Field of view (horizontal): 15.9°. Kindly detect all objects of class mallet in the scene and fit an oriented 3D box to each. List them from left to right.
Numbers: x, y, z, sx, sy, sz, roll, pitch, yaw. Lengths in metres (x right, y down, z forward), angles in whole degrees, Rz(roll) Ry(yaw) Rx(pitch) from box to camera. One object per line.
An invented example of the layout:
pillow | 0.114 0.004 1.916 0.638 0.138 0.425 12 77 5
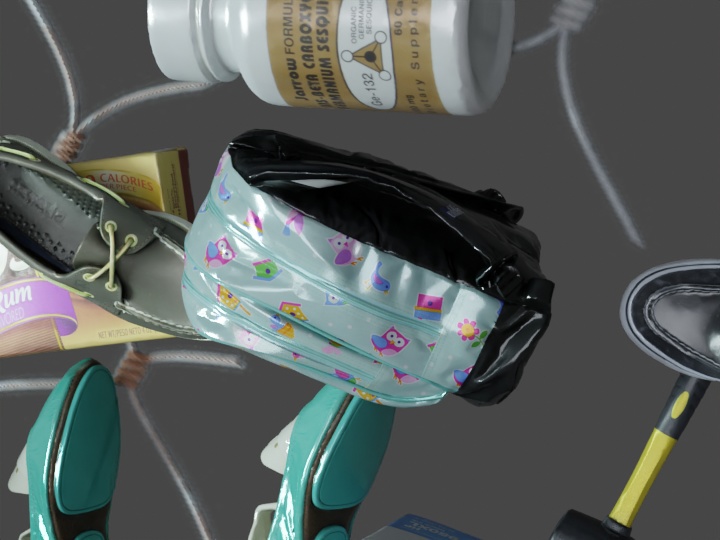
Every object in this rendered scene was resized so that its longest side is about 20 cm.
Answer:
mallet | 0.185 0.108 1.515 0.066 0.041 0.200 36 100 12

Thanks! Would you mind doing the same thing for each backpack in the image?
backpack | 0.000 0.000 1.474 0.200 0.167 0.127 20 101 -9

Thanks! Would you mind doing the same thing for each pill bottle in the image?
pill bottle | -0.018 -0.152 1.519 0.199 0.114 0.115 4 96 19

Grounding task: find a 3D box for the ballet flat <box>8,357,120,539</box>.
ballet flat | -0.192 0.156 1.632 0.070 0.067 0.201 0 92 33

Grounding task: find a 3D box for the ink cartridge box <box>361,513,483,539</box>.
ink cartridge box | 0.013 0.235 1.495 0.084 0.200 0.145 20 100 16

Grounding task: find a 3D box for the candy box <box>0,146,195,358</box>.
candy box | -0.201 -0.007 1.625 0.199 0.056 0.117 -7 93 18

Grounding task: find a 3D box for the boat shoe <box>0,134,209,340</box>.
boat shoe | -0.160 -0.016 1.549 0.201 0.060 0.072 31 103 13

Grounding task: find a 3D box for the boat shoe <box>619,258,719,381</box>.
boat shoe | 0.243 0.042 1.457 0.199 0.068 0.072 18 93 9

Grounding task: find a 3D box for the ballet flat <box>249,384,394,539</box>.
ballet flat | -0.034 0.140 1.570 0.070 0.067 0.201 17 97 33
